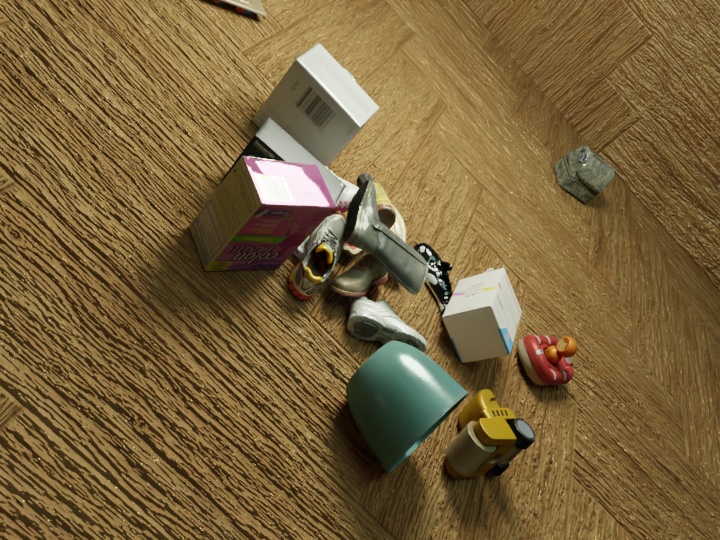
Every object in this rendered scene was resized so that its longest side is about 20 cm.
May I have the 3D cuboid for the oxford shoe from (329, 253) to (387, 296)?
[{"bbox_3d":[0.000,0.000,1.384,0.069,0.077,0.199,22,23,21],"label":"oxford shoe"}]

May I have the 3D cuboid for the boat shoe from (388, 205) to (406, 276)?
[{"bbox_3d":[0.064,-0.074,1.536,0.068,0.073,0.204,15,49,-46],"label":"boat shoe"}]

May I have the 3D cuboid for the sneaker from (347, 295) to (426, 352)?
[{"bbox_3d":[0.060,0.108,1.374,0.197,0.078,0.101,31,36,-26],"label":"sneaker"}]

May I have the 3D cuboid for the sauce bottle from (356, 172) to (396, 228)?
[{"bbox_3d":[0.030,-0.166,1.541,0.065,0.067,0.202,25,24,-30],"label":"sauce bottle"}]

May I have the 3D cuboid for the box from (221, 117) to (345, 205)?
[{"bbox_3d":[-0.148,-0.170,1.296,0.199,0.141,0.080,39,37,-14],"label":"box"}]

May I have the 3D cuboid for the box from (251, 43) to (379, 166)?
[{"bbox_3d":[-0.101,-0.351,1.492,0.199,0.199,0.131,44,38,-6],"label":"box"}]

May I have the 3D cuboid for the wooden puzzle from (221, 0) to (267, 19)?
[{"bbox_3d":[-0.342,-0.731,1.699,0.197,0.046,0.189,6,55,-50],"label":"wooden puzzle"}]

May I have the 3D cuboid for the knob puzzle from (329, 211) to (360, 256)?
[{"bbox_3d":[-0.041,-0.125,1.464,0.217,0.030,0.224,29,41,-28],"label":"knob puzzle"}]

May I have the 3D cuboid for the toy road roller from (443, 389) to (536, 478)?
[{"bbox_3d":[0.242,0.324,1.350,0.197,0.124,0.147,10,37,-43],"label":"toy road roller"}]

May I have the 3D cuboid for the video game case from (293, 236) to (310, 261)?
[{"bbox_3d":[-0.120,-0.114,1.414,0.182,0.023,0.201,47,36,-7],"label":"video game case"}]

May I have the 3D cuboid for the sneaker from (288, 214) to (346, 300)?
[{"bbox_3d":[-0.068,-0.034,1.313,0.077,0.082,0.203,33,53,-15],"label":"sneaker"}]

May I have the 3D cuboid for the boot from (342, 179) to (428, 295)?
[{"bbox_3d":[0.062,-0.070,1.386,0.197,0.072,0.186,29,55,-21],"label":"boot"}]

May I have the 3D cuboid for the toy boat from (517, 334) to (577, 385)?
[{"bbox_3d":[0.495,0.214,1.703,0.197,0.130,0.133,7,53,-44],"label":"toy boat"}]

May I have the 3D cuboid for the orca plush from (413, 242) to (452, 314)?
[{"bbox_3d":[0.189,0.012,1.597,0.103,0.071,0.204,18,47,-36],"label":"orca plush"}]

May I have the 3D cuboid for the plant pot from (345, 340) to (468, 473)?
[{"bbox_3d":[0.068,0.227,1.186,0.161,0.202,0.199,46,34,17],"label":"plant pot"}]

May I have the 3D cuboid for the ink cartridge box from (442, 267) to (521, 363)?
[{"bbox_3d":[0.290,0.098,1.561,0.131,0.123,0.201,64,31,-18],"label":"ink cartridge box"}]

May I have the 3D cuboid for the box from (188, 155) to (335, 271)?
[{"bbox_3d":[-0.176,-0.095,1.185,0.173,0.199,0.099,-3,60,-48],"label":"box"}]

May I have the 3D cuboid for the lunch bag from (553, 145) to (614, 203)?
[{"bbox_3d":[0.878,-0.386,2.613,0.197,0.167,0.142,27,41,-27],"label":"lunch bag"}]

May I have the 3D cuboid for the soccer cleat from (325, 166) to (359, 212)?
[{"bbox_3d":[-0.071,-0.177,1.390,0.195,0.087,0.071,8,51,-24],"label":"soccer cleat"}]
